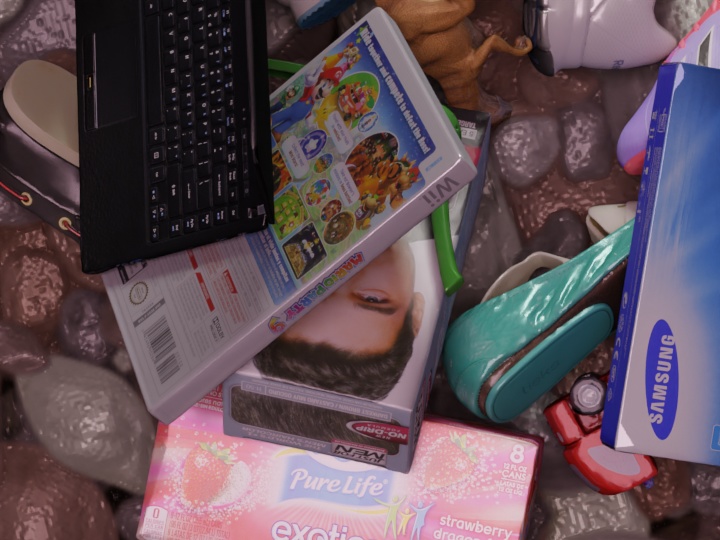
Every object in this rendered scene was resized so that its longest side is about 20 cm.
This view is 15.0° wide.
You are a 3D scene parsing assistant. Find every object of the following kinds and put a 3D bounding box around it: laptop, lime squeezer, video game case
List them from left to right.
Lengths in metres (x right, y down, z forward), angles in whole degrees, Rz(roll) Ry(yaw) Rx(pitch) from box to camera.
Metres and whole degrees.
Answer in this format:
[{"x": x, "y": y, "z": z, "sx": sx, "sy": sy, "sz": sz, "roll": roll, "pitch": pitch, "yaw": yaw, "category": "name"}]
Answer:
[{"x": -0.098, "y": -0.108, "z": 1.343, "sx": 0.200, "sy": 0.103, "sz": 0.178, "roll": -13, "pitch": 72, "yaw": 36, "category": "laptop"}, {"x": -0.043, "y": -0.029, "z": 1.368, "sx": 0.200, "sy": 0.143, "sz": 0.018, "roll": -39, "pitch": 129, "yaw": 11, "category": "video game case"}, {"x": 0.007, "y": -0.071, "z": 1.420, "sx": 0.071, "sy": 0.038, "sz": 0.200, "roll": -48, "pitch": 64, "yaw": 4, "category": "lime squeezer"}]

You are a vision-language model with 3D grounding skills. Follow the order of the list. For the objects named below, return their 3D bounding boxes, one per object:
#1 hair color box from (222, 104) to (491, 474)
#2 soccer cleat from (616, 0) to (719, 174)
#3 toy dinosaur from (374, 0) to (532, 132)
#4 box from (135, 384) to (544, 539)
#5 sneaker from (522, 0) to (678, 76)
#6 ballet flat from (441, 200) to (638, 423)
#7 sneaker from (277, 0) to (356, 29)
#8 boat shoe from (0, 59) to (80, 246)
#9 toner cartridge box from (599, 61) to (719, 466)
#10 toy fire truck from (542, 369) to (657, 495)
[{"x": 0.000, "y": 0.000, "z": 1.416, "sx": 0.099, "sy": 0.061, "sz": 0.200, "roll": 11, "pitch": 53, "yaw": 6, "category": "hair color box"}, {"x": 0.208, "y": -0.129, "z": 1.451, "sx": 0.200, "sy": 0.067, "sz": 0.077, "roll": -38, "pitch": 80, "yaw": 1, "category": "soccer cleat"}, {"x": 0.032, "y": -0.141, "z": 1.420, "sx": 0.106, "sy": 0.060, "sz": 0.200, "roll": -39, "pitch": 119, "yaw": 11, "category": "toy dinosaur"}, {"x": -0.008, "y": 0.115, "z": 1.447, "sx": 0.199, "sy": 0.103, "sz": 0.095, "roll": 11, "pitch": 90, "yaw": 6, "category": "box"}, {"x": 0.136, "y": -0.203, "z": 1.464, "sx": 0.087, "sy": 0.075, "sz": 0.201, "roll": 4, "pitch": 96, "yaw": -7, "category": "sneaker"}, {"x": 0.125, "y": 0.003, "z": 1.450, "sx": 0.200, "sy": 0.067, "sz": 0.070, "roll": -32, "pitch": 56, "yaw": -11, "category": "ballet flat"}, {"x": 0.019, "y": -0.223, "z": 1.465, "sx": 0.200, "sy": 0.077, "sz": 0.081, "roll": -42, "pitch": 85, "yaw": 2, "category": "sneaker"}, {"x": -0.119, "y": -0.031, "z": 1.483, "sx": 0.201, "sy": 0.074, "sz": 0.063, "roll": 36, "pitch": 128, "yaw": -4, "category": "boat shoe"}, {"x": 0.187, "y": -0.001, "z": 1.398, "sx": 0.095, "sy": 0.043, "sz": 0.201, "roll": 8, "pitch": 92, "yaw": -6, "category": "toner cartridge box"}, {"x": 0.214, "y": 0.083, "z": 1.452, "sx": 0.200, "sy": 0.049, "sz": 0.141, "roll": -30, "pitch": 87, "yaw": 5, "category": "toy fire truck"}]
